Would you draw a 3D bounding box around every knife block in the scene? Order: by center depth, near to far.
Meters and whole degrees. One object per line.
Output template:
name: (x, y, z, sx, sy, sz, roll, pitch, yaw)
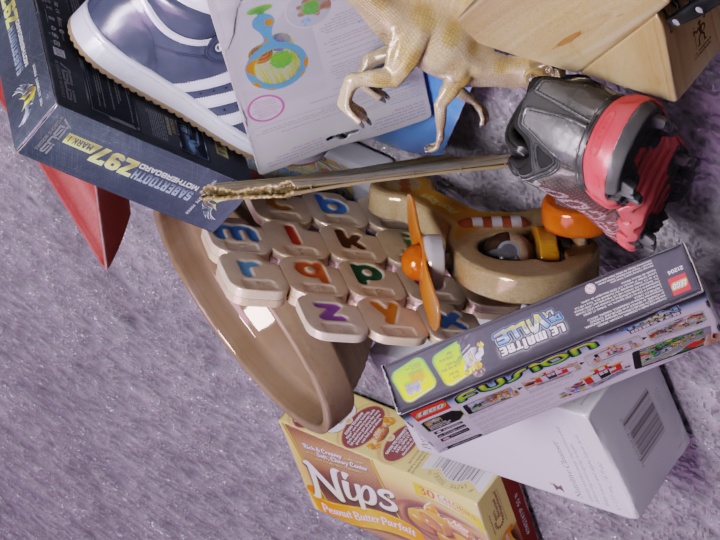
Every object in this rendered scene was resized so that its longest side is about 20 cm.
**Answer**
knife block: (0.134, -0.184, 1.320, 0.200, 0.064, 0.176, 21, 145, 34)

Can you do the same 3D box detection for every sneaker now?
sneaker: (0.137, -0.066, 1.425, 0.098, 0.071, 0.200, 25, 175, 18)
sneaker: (-0.073, -0.142, 1.541, 0.200, 0.070, 0.108, 25, 125, -33)

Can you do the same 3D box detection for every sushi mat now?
sushi mat: (0.002, -0.060, 1.547, 0.095, 0.200, 0.012, 1, 98, 48)

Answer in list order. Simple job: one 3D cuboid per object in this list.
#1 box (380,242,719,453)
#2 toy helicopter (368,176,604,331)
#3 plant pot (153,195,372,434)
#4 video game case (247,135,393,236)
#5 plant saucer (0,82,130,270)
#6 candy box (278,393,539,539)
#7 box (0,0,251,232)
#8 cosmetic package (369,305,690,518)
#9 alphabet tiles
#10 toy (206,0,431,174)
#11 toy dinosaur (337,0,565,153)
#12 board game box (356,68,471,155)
box: (0.122, 0.050, 1.517, 0.110, 0.199, 0.035, 49, -160, -67)
toy helicopter: (0.064, -0.020, 1.581, 0.200, 0.132, 0.079, 30, 129, 48)
plant pot: (-0.050, 0.008, 1.715, 0.201, 0.093, 0.201, 49, 164, 20)
video game case: (-0.051, -0.049, 1.782, 0.200, 0.023, 0.182, 26, 148, 27)
plant saucer: (-0.214, -0.124, 1.693, 0.200, 0.037, 0.200, 57, 166, 19)
candy box: (0.038, 0.168, 1.944, 0.200, 0.055, 0.116, 21, 146, 34)
box: (-0.160, -0.131, 1.580, 0.157, 0.200, 0.051, 21, 127, -37)
cosmetic package: (0.116, 0.087, 1.706, 0.200, 0.081, 0.113, 12, 142, 42)
alphabet tiles: (0.000, 0.000, 1.588, 0.196, 0.199, 0.015, -119, 37, -56)
toy: (-0.030, -0.151, 1.470, 0.200, 0.115, 0.047, 75, 176, -54)
toy dinosaur: (0.029, -0.134, 1.444, 0.200, 0.058, 0.101, 26, 119, -20)
board game box: (0.009, -0.157, 1.540, 0.158, 0.039, 0.200, 35, 154, 7)
